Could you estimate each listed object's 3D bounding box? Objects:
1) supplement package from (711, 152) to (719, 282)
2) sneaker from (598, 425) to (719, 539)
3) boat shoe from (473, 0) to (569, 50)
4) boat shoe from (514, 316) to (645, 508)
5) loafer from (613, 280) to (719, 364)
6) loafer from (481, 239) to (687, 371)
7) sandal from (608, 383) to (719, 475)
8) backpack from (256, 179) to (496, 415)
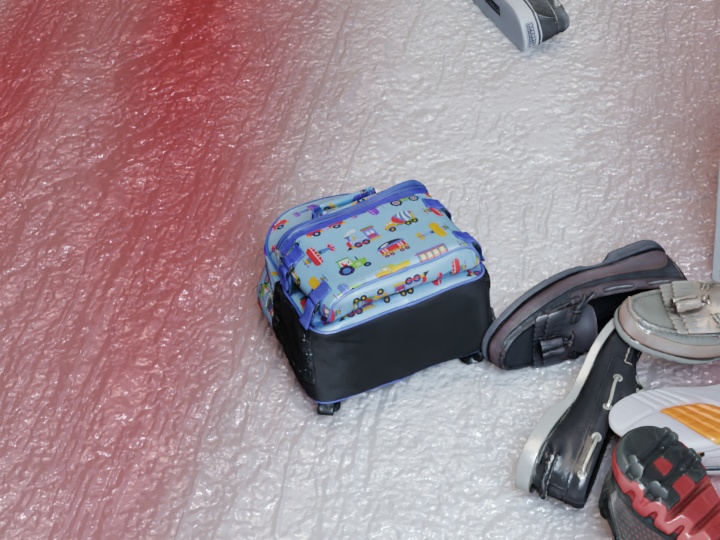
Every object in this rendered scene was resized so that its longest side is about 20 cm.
[{"bbox_3d":[0.401,-0.074,1.331,0.150,0.201,0.151,-35,47,-29],"label":"supplement package"},{"bbox_3d":[0.243,0.208,1.131,0.071,0.098,0.201,-28,68,-37],"label":"sneaker"},{"bbox_3d":[0.164,-0.318,1.740,0.068,0.074,0.200,-22,43,-10],"label":"boat shoe"},{"bbox_3d":[0.190,0.108,1.250,0.060,0.074,0.200,23,45,22],"label":"boat shoe"},{"bbox_3d":[0.302,0.034,1.277,0.198,0.063,0.072,7,46,-18],"label":"loafer"},{"bbox_3d":[0.195,0.035,1.338,0.199,0.072,0.063,-26,48,-25],"label":"loafer"},{"bbox_3d":[0.278,0.128,1.230,0.205,0.060,0.079,-6,28,-33],"label":"sandal"},{"bbox_3d":[0.000,0.000,1.355,0.181,0.135,0.200,-18,39,-14],"label":"backpack"}]
